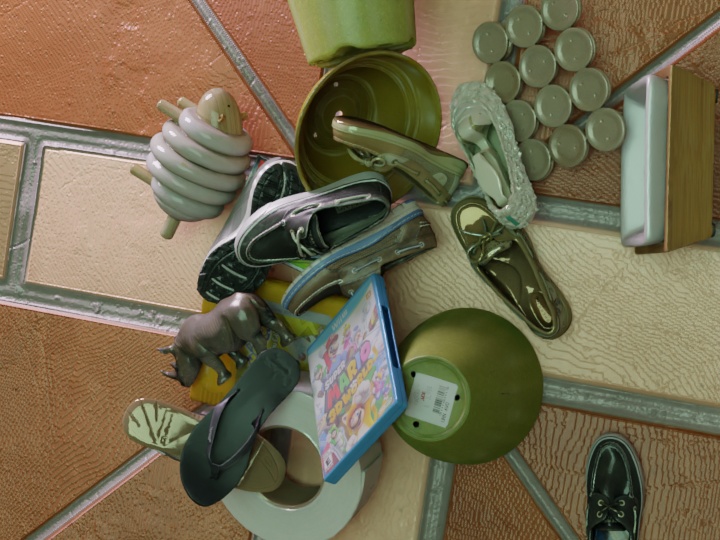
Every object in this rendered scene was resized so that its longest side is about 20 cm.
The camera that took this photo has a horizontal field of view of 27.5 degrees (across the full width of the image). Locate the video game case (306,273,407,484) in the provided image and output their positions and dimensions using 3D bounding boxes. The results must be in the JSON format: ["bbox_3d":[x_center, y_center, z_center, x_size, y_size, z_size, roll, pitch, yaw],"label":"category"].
[{"bbox_3d":[-0.007,0.118,1.639,0.018,0.201,0.143,22,125,-27],"label":"video game case"}]

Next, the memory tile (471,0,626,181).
[{"bbox_3d":[0.218,-0.215,1.712,0.153,0.017,0.201,-23,84,35],"label":"memory tile"}]

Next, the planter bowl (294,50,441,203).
[{"bbox_3d":[-0.008,-0.173,1.742,0.083,0.200,0.201,36,101,51],"label":"planter bowl"}]

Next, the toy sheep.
[{"bbox_3d":[-0.203,-0.130,1.800,0.137,0.138,0.201,30,112,14],"label":"toy sheep"}]

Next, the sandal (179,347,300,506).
[{"bbox_3d":[-0.142,0.174,1.673,0.076,0.043,0.201,31,85,-3],"label":"sandal"}]

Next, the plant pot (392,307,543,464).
[{"bbox_3d":[0.101,0.137,1.670,0.186,0.200,0.188,0,89,15],"label":"plant pot"}]

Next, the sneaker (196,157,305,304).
[{"bbox_3d":[-0.130,-0.047,1.763,0.074,0.079,0.201,29,101,-18],"label":"sneaker"}]

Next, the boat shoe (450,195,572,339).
[{"bbox_3d":[0.175,-0.007,1.721,0.073,0.063,0.200,-42,78,12],"label":"boat shoe"}]

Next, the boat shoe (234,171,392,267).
[{"bbox_3d":[-0.057,-0.051,1.684,0.199,0.064,0.071,-25,119,13],"label":"boat shoe"}]

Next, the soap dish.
[{"bbox_3d":[0.342,-0.118,1.635,0.081,0.157,0.201,2,90,-1],"label":"soap dish"}]

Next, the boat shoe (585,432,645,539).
[{"bbox_3d":[0.291,0.289,1.688,0.068,0.057,0.201,-1,89,16],"label":"boat shoe"}]

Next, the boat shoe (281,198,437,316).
[{"bbox_3d":[0.000,0.000,1.720,0.200,0.072,0.073,-36,80,3],"label":"boat shoe"}]

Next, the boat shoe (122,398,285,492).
[{"bbox_3d":[-0.182,0.202,1.723,0.199,0.065,0.072,20,86,-4],"label":"boat shoe"}]

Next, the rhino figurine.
[{"bbox_3d":[-0.175,0.088,1.774,0.199,0.060,0.088,-27,101,36],"label":"rhino figurine"}]

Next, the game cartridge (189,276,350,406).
[{"bbox_3d":[-0.107,0.099,1.800,0.199,0.032,0.177,13,104,15],"label":"game cartridge"}]

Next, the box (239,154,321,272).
[{"bbox_3d":[-0.058,-0.052,1.802,0.199,0.035,0.111,25,96,15],"label":"box"}]

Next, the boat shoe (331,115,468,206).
[{"bbox_3d":[0.042,-0.126,1.701,0.073,0.200,0.063,29,99,44],"label":"boat shoe"}]

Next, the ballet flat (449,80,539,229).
[{"bbox_3d":[0.148,-0.141,1.705,0.071,0.072,0.201,-28,68,14],"label":"ballet flat"}]

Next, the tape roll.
[{"bbox_3d":[-0.077,0.225,1.761,0.201,0.071,0.204,5,104,20],"label":"tape roll"}]

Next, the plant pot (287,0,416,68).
[{"bbox_3d":[-0.013,-0.339,1.713,0.199,0.200,0.185,-11,89,15],"label":"plant pot"}]
